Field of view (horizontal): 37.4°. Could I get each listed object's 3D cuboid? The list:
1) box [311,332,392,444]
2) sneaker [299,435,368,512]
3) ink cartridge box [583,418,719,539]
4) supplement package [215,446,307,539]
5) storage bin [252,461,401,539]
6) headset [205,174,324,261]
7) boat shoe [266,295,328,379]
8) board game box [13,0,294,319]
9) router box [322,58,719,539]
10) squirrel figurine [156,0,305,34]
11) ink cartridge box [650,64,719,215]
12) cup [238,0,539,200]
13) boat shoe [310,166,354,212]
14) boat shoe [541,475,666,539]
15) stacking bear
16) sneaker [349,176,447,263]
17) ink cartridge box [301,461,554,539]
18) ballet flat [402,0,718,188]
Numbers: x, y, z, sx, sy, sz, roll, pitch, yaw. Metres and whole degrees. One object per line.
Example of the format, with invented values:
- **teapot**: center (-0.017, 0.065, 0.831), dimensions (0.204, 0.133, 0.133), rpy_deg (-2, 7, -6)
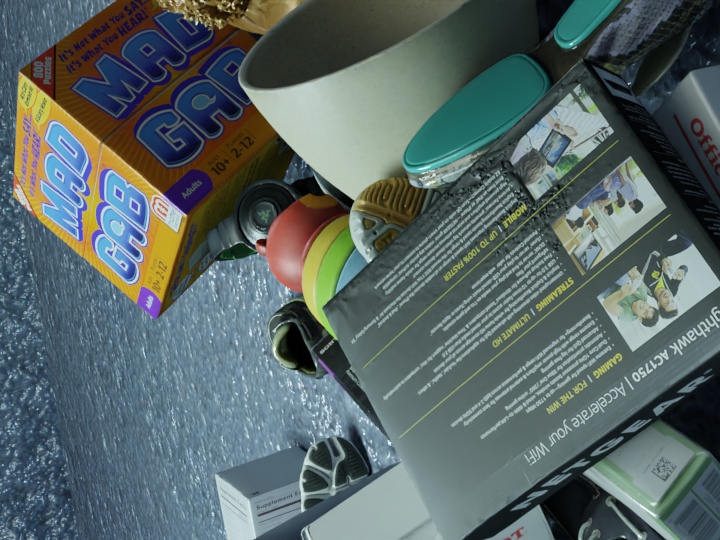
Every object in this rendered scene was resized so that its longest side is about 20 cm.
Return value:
- **box**: center (0.049, 0.141, 0.862), dimensions (0.200, 0.036, 0.143), rpy_deg (40, 170, 49)
- **sneaker**: center (-0.027, 0.270, 1.110), dimensions (0.083, 0.079, 0.204), rpy_deg (-165, 64, -67)
- **ink cartridge box**: center (0.139, 0.099, 0.621), dimensions (0.145, 0.048, 0.200), rpy_deg (41, 178, -41)
- **supplement package**: center (-0.081, 0.320, 1.201), dimensions (0.113, 0.108, 0.204), rpy_deg (12, 113, 62)
- **storage bin**: center (0.014, 0.285, 0.921), dimensions (0.145, 0.198, 0.137), rpy_deg (29, 139, 56)
- **headset**: center (-0.054, -0.040, 0.977), dimensions (0.198, 0.122, 0.096), rpy_deg (-26, 82, 40)
- **boat shoe**: center (-0.061, 0.070, 1.091), dimensions (0.200, 0.065, 0.073), rpy_deg (9, 111, 62)
- **board game box**: center (-0.196, -0.122, 1.043), dimensions (0.199, 0.200, 0.201), rpy_deg (39, 146, 4)
- **router box**: center (0.086, 0.021, 0.532), dimensions (0.200, 0.051, 0.151), rpy_deg (-43, 63, 28)
- **squirrel figurine**: center (-0.085, -0.226, 0.849), dimensions (0.188, 0.196, 0.143), rpy_deg (-118, 33, -44)
- **ink cartridge box**: center (0.186, -0.026, 0.546), dimensions (0.117, 0.066, 0.201), rpy_deg (65, 152, 20)
- **cup**: center (0.039, -0.113, 0.698), dimensions (0.199, 0.199, 0.145), rpy_deg (24, 148, 58)
- **boat shoe**: center (-0.029, -0.125, 0.910), dimensions (0.201, 0.075, 0.060), rpy_deg (52, -177, 37)
- **boat shoe**: center (0.166, 0.175, 0.687), dimensions (0.199, 0.062, 0.074), rpy_deg (33, 132, 56)
- **stacking bear**: center (0.000, 0.000, 0.829), dimensions (0.199, 0.120, 0.116), rpy_deg (27, 123, 44)
- **sneaker**: center (0.075, 0.011, 0.671), dimensions (0.077, 0.198, 0.088), rpy_deg (-65, 12, -11)
- **ink cartridge box**: center (0.066, 0.220, 0.736), dimensions (0.085, 0.144, 0.202), rpy_deg (51, 171, 49)
- **ballet flat**: center (0.113, -0.100, 0.573), dimensions (0.200, 0.072, 0.073), rpy_deg (-42, 58, 17)
